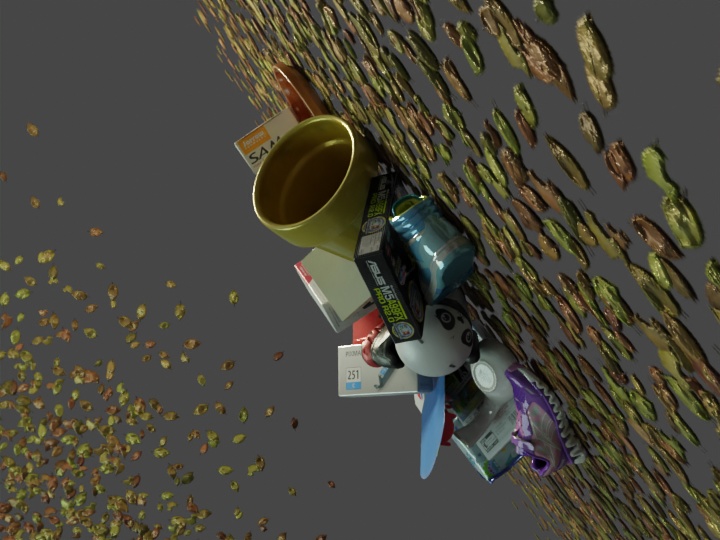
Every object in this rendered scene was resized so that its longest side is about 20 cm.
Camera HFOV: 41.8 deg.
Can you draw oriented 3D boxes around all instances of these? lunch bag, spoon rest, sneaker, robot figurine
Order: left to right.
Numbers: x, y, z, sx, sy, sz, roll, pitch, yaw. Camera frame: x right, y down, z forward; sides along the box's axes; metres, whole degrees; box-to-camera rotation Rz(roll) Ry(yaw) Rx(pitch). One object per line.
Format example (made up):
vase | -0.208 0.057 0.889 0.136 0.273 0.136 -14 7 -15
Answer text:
sneaker | 0.085 0.084 1.596 0.071 0.201 0.098 40 168 -34
sneaker | 0.093 -0.035 1.304 0.131 0.079 0.200 52 165 16
robot figurine | 0.111 0.076 1.465 0.200 0.149 0.126 -91 -2 -62
lunch bag | 0.266 0.349 2.008 0.170 0.127 0.200 52 -172 10
spoon rest | 0.205 0.195 1.523 0.099 0.060 0.201 41 132 32
sneaker | 0.258 0.228 1.395 0.201 0.088 0.080 59 176 -22

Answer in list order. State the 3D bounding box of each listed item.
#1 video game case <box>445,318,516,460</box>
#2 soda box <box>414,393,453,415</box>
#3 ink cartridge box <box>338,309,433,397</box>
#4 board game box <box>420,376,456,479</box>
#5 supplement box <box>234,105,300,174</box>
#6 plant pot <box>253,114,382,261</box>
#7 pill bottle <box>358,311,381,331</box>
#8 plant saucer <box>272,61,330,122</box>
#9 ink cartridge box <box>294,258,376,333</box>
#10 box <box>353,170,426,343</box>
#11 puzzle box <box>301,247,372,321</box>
video game case | 0.207 0.204 1.591 0.183 0.022 0.200 54 147 19
soda box | 0.131 0.182 1.756 0.068 0.063 0.201 -124 21 -56
ink cartridge box | 0.042 0.135 1.696 0.044 0.199 0.178 11 -106 -44
board game box | 0.140 0.254 1.602 0.159 0.039 0.201 107 171 -46
supplement box | -0.165 -0.260 1.846 0.074 0.125 0.200 56 -173 -10
plant pot | -0.036 -0.111 1.487 0.189 0.201 0.201 37 -170 -46
pill bottle | 0.048 0.075 1.824 0.113 0.111 0.202 62 -158 -57
plant saucer | -0.089 -0.285 1.678 0.201 0.032 0.200 54 175 7
ink cartridge box | 0.000 0.000 1.745 0.145 0.199 0.084 51 171 49
box | 0.051 -0.022 1.352 0.201 0.044 0.161 -77 -32 -51
puzzle box | 0.004 -0.025 1.613 0.134 0.200 0.025 55 -156 13
